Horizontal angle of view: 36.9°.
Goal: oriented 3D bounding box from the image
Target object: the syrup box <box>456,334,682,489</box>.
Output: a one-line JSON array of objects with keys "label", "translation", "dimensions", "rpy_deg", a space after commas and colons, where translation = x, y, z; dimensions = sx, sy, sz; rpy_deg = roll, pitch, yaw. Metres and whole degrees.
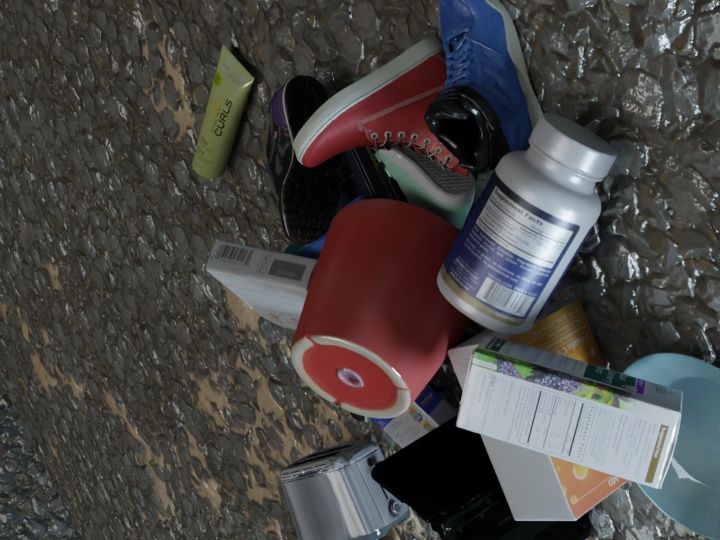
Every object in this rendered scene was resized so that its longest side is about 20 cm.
[{"label": "syrup box", "translation": [0.200, 0.131, 1.029], "dimensions": [0.199, 0.079, 0.082], "rpy_deg": [15, 104, 15]}]

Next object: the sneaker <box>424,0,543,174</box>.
[{"label": "sneaker", "translation": [0.106, -0.194, 1.084], "dimensions": [0.077, 0.111, 0.201], "rpy_deg": [-17, 96, 55]}]

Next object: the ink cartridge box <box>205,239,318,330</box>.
[{"label": "ink cartridge box", "translation": [-0.083, 0.032, 1.398], "dimensions": [0.159, 0.047, 0.200], "rpy_deg": [10, 162, 30]}]

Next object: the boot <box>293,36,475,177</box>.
[{"label": "boot", "translation": [0.039, -0.137, 1.153], "dimensions": [0.145, 0.199, 0.072], "rpy_deg": [57, -179, 10]}]

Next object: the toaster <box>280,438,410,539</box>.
[{"label": "toaster", "translation": [-0.032, 0.328, 1.568], "dimensions": [0.199, 0.113, 0.130], "rpy_deg": [-22, 87, 40]}]

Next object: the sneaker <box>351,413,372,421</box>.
[{"label": "sneaker", "translation": [-0.025, 0.141, 1.427], "dimensions": [0.200, 0.087, 0.076], "rpy_deg": [85, -173, -61]}]

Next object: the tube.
[{"label": "tube", "translation": [-0.197, -0.220, 1.537], "dimensions": [0.058, 0.052, 0.200], "rpy_deg": [20, 133, -6]}]

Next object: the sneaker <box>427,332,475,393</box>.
[{"label": "sneaker", "translation": [0.107, 0.116, 1.321], "dimensions": [0.199, 0.060, 0.105], "rpy_deg": [31, 148, 28]}]

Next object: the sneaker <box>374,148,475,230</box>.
[{"label": "sneaker", "translation": [0.052, -0.111, 1.245], "dimensions": [0.201, 0.073, 0.119], "rpy_deg": [52, 154, 30]}]

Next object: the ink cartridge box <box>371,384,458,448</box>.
[{"label": "ink cartridge box", "translation": [0.104, 0.218, 1.351], "dimensions": [0.200, 0.042, 0.119], "rpy_deg": [42, 150, 4]}]

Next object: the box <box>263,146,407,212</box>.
[{"label": "box", "translation": [-0.032, -0.106, 1.377], "dimensions": [0.200, 0.051, 0.158], "rpy_deg": [-26, 88, 55]}]

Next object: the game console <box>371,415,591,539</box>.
[{"label": "game console", "translation": [0.141, 0.266, 1.239], "dimensions": [0.116, 0.199, 0.177], "rpy_deg": [-12, 101, 56]}]

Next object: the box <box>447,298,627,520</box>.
[{"label": "box", "translation": [0.199, 0.149, 1.156], "dimensions": [0.097, 0.124, 0.201], "rpy_deg": [-18, 96, 55]}]

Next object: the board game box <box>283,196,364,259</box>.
[{"label": "board game box", "translation": [0.000, 0.000, 1.346], "dimensions": [0.152, 0.045, 0.200], "rpy_deg": [39, 148, -15]}]

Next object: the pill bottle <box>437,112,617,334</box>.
[{"label": "pill bottle", "translation": [0.166, -0.047, 1.058], "dimensions": [0.111, 0.111, 0.201], "rpy_deg": [42, 116, 31]}]

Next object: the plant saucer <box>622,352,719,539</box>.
[{"label": "plant saucer", "translation": [0.337, 0.166, 1.058], "dimensions": [0.201, 0.039, 0.202], "rpy_deg": [31, 134, 39]}]

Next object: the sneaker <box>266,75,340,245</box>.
[{"label": "sneaker", "translation": [-0.076, -0.128, 1.309], "dimensions": [0.087, 0.075, 0.201], "rpy_deg": [-13, 75, 61]}]

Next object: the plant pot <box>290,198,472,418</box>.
[{"label": "plant pot", "translation": [0.022, 0.051, 1.190], "dimensions": [0.199, 0.178, 0.201], "rpy_deg": [19, 146, 13]}]
